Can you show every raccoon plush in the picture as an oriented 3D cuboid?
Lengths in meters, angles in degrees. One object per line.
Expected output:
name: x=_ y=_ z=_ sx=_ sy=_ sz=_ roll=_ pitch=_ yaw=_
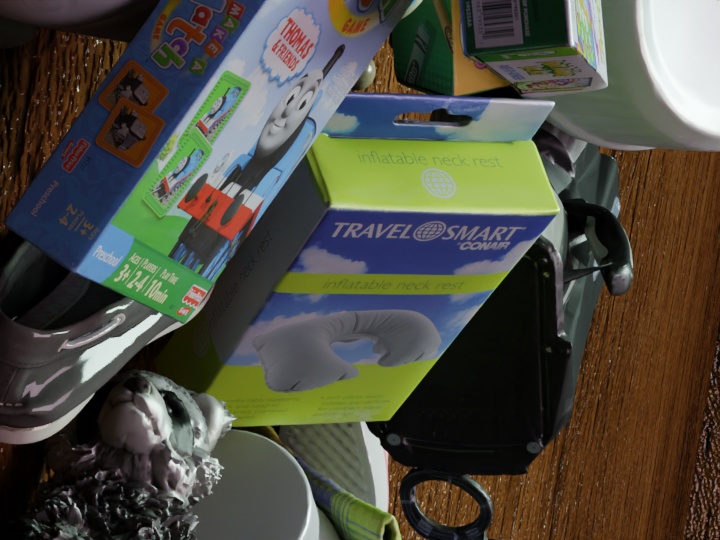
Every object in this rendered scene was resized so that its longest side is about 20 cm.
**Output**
raccoon plush: x=-0.125 y=0.132 z=1.036 sx=0.200 sy=0.097 sz=0.134 roll=-56 pitch=-167 yaw=32

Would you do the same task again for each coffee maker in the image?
coffee maker: x=0.063 y=0.011 z=1.281 sx=0.200 sy=0.135 sz=0.192 roll=-64 pitch=177 yaw=-59

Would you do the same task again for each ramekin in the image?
ramekin: x=0.170 y=-0.152 z=1.215 sx=0.202 sy=0.094 sz=0.203 roll=-10 pitch=109 yaw=-31

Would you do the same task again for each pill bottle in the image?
pill bottle: x=-0.058 y=0.173 z=1.162 sx=0.200 sy=0.116 sz=0.116 roll=81 pitch=25 yaw=-49

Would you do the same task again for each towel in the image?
towel: x=-0.004 y=0.155 z=1.221 sx=0.200 sy=0.023 sz=0.144 roll=27 pitch=-39 yaw=66

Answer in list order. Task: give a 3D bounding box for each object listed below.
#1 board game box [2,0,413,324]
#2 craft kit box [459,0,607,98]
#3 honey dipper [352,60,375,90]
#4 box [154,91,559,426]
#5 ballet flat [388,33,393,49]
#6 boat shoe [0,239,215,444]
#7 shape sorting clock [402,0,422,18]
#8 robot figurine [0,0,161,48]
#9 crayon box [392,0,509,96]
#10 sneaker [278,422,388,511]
board game box: x=-0.038 y=-0.079 z=0.870 sx=0.200 sy=0.037 sz=0.151 roll=-56 pitch=167 yaw=0
craft kit box: x=0.063 y=-0.175 z=0.943 sx=0.198 sy=0.048 sz=0.200 roll=-4 pitch=89 yaw=-83
honey dipper: x=0.010 y=-0.196 z=1.309 sx=0.038 sy=0.038 sz=0.200 roll=-43 pitch=143 yaw=-64
box: x=0.000 y=0.000 z=1.070 sx=0.200 sy=0.122 sz=0.048 roll=-54 pitch=-134 yaw=45
ballet flat: x=0.056 y=-0.188 z=1.345 sx=0.072 sy=0.072 sz=0.201 roll=76 pitch=16 yaw=-55
boat shoe: x=-0.102 y=-0.003 z=0.984 sx=0.200 sy=0.067 sz=0.057 roll=-53 pitch=166 yaw=-52
shape sorting clock: x=0.017 y=-0.203 z=0.993 sx=0.200 sy=0.039 sz=0.200 roll=3 pitch=90 yaw=-72
robot figurine: x=-0.091 y=-0.140 z=0.860 sx=0.170 sy=0.113 sz=0.200 roll=-47 pitch=169 yaw=12
crayon box: x=0.077 y=-0.198 z=1.232 sx=0.119 sy=0.058 sz=0.200 roll=-14 pitch=112 yaw=-29
sneaker: x=-0.004 y=0.081 z=1.353 sx=0.105 sy=0.075 sz=0.200 roll=-37 pitch=131 yaw=-59
